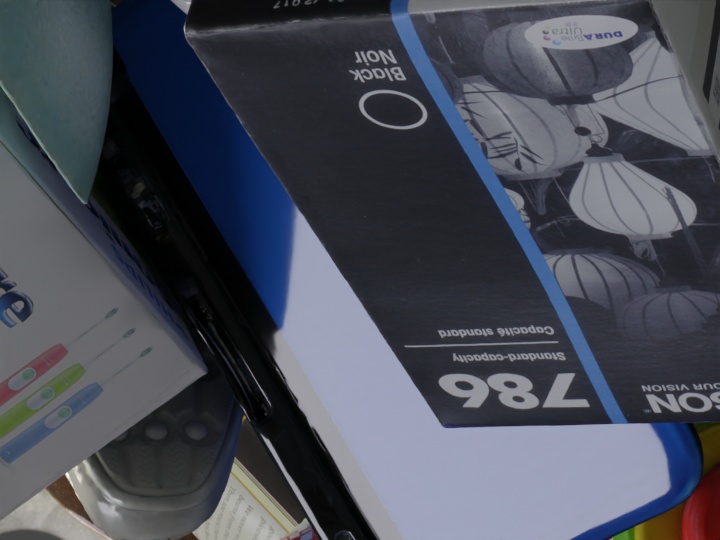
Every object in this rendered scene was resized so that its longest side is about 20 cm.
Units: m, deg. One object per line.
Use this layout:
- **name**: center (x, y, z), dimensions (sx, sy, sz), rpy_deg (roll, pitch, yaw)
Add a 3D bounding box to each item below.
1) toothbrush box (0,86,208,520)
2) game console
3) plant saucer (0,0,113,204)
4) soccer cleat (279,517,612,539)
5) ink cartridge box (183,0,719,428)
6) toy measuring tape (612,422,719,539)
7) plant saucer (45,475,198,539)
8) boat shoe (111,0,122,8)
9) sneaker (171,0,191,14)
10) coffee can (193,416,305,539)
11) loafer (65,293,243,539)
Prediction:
- **toothbrush box**: center (-0.140, -0.043, 0.754), dimensions (0.146, 0.086, 0.200), rpy_deg (52, -177, -37)
- **game console**: center (0.009, -0.006, 0.746), dimensions (0.200, 0.118, 0.171), rpy_deg (60, -170, 1)
- **plant saucer**: center (-0.108, -0.110, 0.614), dimensions (0.201, 0.039, 0.201), rpy_deg (56, 176, 5)
- **soccer cleat**: center (0.016, 0.086, 0.882), dimensions (0.085, 0.200, 0.069), rpy_deg (51, 145, 31)
- **ink cartridge box**: center (0.046, -0.010, 0.555), dimensions (0.099, 0.039, 0.200), rpy_deg (-3, 148, 24)
- **toy measuring tape**: center (0.133, 0.104, 0.724), dimensions (0.200, 0.074, 0.074), rpy_deg (47, 173, 3)
- **plant saucer**: center (-0.065, 0.050, 1.183), dimensions (0.200, 0.200, 0.035), rpy_deg (44, 145, 24)
- **boat shoe**: center (-0.117, -0.156, 0.787), dimensions (0.200, 0.072, 0.060), rpy_deg (55, 174, -14)
- **sneaker**: center (-0.046, -0.114, 0.626), dimensions (0.200, 0.074, 0.116), rpy_deg (53, 178, 25)
- **coffee can**: center (-0.025, 0.057, 1.064), dimensions (0.200, 0.146, 0.146), rpy_deg (44, 172, 25)
- **loafer**: center (-0.078, 0.024, 0.825), dimensions (0.200, 0.070, 0.070), rpy_deg (-104, 21, -53)
